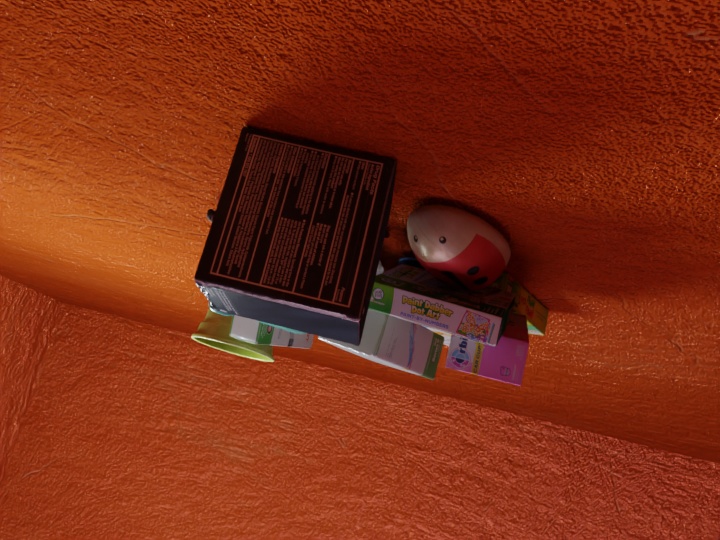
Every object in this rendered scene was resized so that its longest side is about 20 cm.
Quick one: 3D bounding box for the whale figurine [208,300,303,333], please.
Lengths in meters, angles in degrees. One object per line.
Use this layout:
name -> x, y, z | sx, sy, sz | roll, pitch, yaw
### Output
whale figurine -> -0.121, 0.045, 0.963 | 0.194, 0.107, 0.159 | -14, -177, 18

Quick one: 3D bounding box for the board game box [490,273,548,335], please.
board game box -> 0.249, 0.060, 1.168 | 0.099, 0.049, 0.199 | 4, 162, 38

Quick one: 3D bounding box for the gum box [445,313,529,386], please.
gum box -> 0.201, 0.107, 1.033 | 0.110, 0.068, 0.200 | 12, -170, 11

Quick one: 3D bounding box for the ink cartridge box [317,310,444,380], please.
ink cartridge box -> 0.040, 0.122, 1.192 | 0.142, 0.090, 0.198 | 12, 171, 40

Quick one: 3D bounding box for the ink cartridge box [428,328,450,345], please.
ink cartridge box -> 0.173, 0.107, 1.375 | 0.195, 0.070, 0.114 | 20, 165, -22

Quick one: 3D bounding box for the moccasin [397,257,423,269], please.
moccasin -> 0.138, 0.037, 1.150 | 0.197, 0.070, 0.079 | 26, 162, -37

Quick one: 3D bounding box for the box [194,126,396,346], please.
box -> -0.070, -0.038, 0.802 | 0.192, 0.206, 0.124 | 13, 161, 6

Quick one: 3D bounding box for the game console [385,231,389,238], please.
game console -> -0.078, -0.045, 0.983 | 0.194, 0.175, 0.121 | 7, 138, 25

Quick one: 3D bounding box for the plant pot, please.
plant pot -> -0.266, 0.091, 1.516 | 0.194, 0.190, 0.201 | 14, 165, 4

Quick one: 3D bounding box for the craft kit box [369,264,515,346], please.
craft kit box -> 0.122, 0.044, 0.970 | 0.191, 0.050, 0.199 | 12, -170, 16

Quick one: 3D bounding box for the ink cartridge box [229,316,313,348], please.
ink cartridge box -> -0.174, 0.082, 1.407 | 0.081, 0.152, 0.198 | 9, 175, 30

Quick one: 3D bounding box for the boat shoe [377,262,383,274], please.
boat shoe -> 0.000, 0.000, 1.172 | 0.069, 0.065, 0.201 | -19, 166, -15

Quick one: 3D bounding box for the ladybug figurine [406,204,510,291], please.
ladybug figurine -> 0.136, -0.024, 0.922 | 0.133, 0.074, 0.198 | 2, 161, 40

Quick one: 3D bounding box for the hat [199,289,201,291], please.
hat -> -0.129, 0.051, 1.111 | 0.165, 0.177, 0.200 | 39, -177, -41

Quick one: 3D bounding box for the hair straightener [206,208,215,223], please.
hair straightener -> -0.189, -0.054, 1.066 | 0.075, 0.042, 0.199 | -1, -155, -39
